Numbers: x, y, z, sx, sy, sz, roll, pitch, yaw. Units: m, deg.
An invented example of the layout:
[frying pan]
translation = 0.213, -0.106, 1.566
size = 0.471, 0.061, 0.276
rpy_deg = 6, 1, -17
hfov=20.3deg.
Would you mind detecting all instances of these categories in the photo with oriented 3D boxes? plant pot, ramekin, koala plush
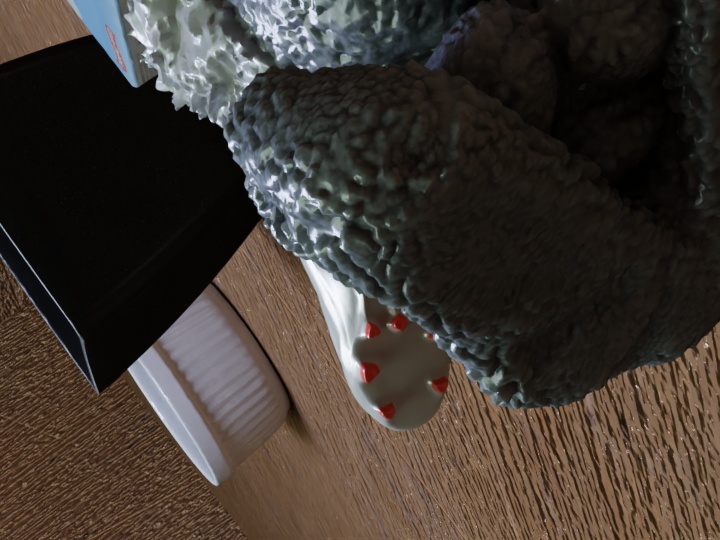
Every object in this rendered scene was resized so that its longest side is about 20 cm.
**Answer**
[plant pot]
translation = -0.175, -0.058, 1.428
size = 0.200, 0.177, 0.200
rpy_deg = 54, 169, 10
[ramekin]
translation = -0.155, 0.100, 1.973
size = 0.200, 0.105, 0.200
rpy_deg = 53, 168, 16
[koala plush]
translation = 0.025, -0.074, 0.601
size = 0.200, 0.177, 0.184
rpy_deg = 42, 173, 36

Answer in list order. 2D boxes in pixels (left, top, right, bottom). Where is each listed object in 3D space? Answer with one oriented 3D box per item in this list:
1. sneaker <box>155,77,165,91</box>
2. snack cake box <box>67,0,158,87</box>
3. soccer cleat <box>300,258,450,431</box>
[sneaker]
translation = -0.071, -0.145, 1.089
size = 0.200, 0.077, 0.082
rpy_deg = 166, 96, -77
[snack cake box]
translation = -0.080, -0.173, 0.869
size = 0.067, 0.115, 0.200
rpy_deg = 52, 168, 16
[soccer cleat]
translation = 0.000, 0.000, 1.170
size = 0.078, 0.069, 0.201
rpy_deg = 44, 157, 63
